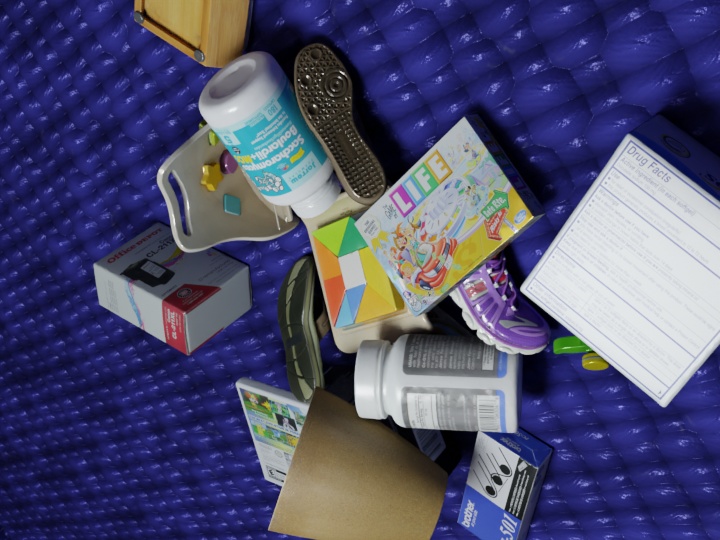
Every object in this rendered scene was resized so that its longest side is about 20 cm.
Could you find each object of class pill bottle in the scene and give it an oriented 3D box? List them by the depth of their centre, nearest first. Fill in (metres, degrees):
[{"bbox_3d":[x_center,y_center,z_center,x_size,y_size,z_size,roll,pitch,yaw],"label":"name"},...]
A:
[{"bbox_3d":[0.096,0.136,1.268,0.196,0.114,0.115,2,124,13],"label":"pill bottle"},{"bbox_3d":[-0.101,-0.158,1.271,0.110,0.112,0.201,2,141,42],"label":"pill bottle"}]

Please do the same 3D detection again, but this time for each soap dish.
[{"bbox_3d":[-0.203,-0.359,1.260,0.156,0.081,0.202,34,137,20],"label":"soap dish"}]

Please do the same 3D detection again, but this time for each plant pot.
[{"bbox_3d":[0.005,0.267,1.318,0.197,0.188,0.188,18,136,-1],"label":"plant pot"}]

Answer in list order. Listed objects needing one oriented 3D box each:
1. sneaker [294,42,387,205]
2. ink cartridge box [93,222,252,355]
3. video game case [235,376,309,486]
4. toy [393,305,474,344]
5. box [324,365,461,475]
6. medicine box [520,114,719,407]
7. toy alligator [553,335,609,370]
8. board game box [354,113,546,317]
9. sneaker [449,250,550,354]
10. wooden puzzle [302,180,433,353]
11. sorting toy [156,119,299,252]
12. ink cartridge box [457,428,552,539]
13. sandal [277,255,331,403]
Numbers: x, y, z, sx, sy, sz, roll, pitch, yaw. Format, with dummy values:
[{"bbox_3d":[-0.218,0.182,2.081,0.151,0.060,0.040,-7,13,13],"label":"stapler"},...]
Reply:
[{"bbox_3d":[-0.028,-0.169,1.246,0.076,0.069,0.203,125,124,-85],"label":"sneaker"},{"bbox_3d":[-0.286,0.023,1.579,0.198,0.145,0.084,24,133,28],"label":"ink cartridge box"},{"bbox_3d":[-0.085,0.253,1.496,0.198,0.022,0.185,12,127,40],"label":"video game case"},{"bbox_3d":[0.091,0.105,1.357,0.200,0.047,0.116,42,141,12],"label":"toy"},{"bbox_3d":[0.022,0.228,1.473,0.198,0.104,0.150,-3,118,44],"label":"box"},{"bbox_3d":[0.288,-0.011,1.000,0.182,0.103,0.201,40,123,13],"label":"medicine box"},{"bbox_3d":[0.301,0.069,1.129,0.054,0.060,0.198,21,151,-39],"label":"toy alligator"},{"bbox_3d":[0.096,-0.059,1.176,0.200,0.034,0.135,-43,75,35],"label":"board game box"},{"bbox_3d":[0.149,0.013,1.211,0.200,0.080,0.084,46,135,7],"label":"sneaker"},{"bbox_3d":[0.000,0.000,1.338,0.184,0.037,0.203,-19,88,49],"label":"wooden puzzle"},{"bbox_3d":[-0.185,-0.118,1.348,0.106,0.180,0.203,14,128,35],"label":"sorting toy"},{"bbox_3d":[0.192,0.295,1.406,0.093,0.044,0.202,30,136,26],"label":"ink cartridge box"},{"bbox_3d":[-0.072,0.082,1.444,0.079,0.057,0.205,-19,73,52],"label":"sandal"}]
